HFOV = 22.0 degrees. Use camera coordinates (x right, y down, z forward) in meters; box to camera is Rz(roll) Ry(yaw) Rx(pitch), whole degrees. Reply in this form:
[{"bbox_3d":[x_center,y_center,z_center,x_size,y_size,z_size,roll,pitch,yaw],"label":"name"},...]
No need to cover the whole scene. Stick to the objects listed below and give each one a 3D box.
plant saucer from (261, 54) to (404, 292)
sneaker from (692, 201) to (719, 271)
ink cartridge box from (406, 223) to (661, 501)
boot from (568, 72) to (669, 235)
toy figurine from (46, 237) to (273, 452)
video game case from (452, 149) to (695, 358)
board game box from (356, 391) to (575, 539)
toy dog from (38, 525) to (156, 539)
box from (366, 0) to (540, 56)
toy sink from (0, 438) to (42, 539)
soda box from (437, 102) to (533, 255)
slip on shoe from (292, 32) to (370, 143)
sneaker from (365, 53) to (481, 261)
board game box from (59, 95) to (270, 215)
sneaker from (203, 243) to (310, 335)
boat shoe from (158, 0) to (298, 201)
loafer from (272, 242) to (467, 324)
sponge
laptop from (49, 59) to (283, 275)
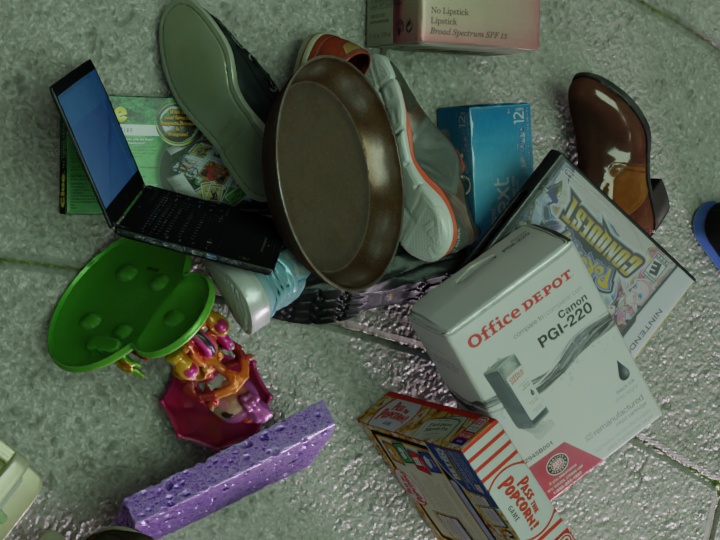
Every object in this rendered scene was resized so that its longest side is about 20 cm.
[{"bbox_3d":[-0.027,-0.080,1.557,0.200,0.034,0.200,20,67,-57],"label":"plant saucer"},{"bbox_3d":[0.420,0.006,1.875,0.200,0.078,0.070,44,75,-22],"label":"sneaker"},{"bbox_3d":[0.154,0.081,1.624,0.146,0.085,0.200,-36,112,-12],"label":"ink cartridge box"},{"bbox_3d":[0.200,-0.063,1.744,0.200,0.068,0.188,-46,130,-32],"label":"boot"},{"bbox_3d":[-0.136,0.079,1.561,0.184,0.200,0.150,47,68,-34],"label":"toy figurine"},{"bbox_3d":[0.187,0.020,1.683,0.200,0.026,0.181,40,86,-27],"label":"video game case"},{"bbox_3d":[0.093,0.191,1.659,0.046,0.200,0.152,-40,110,-19],"label":"board game box"},{"bbox_3d":[-0.234,0.285,1.489,0.200,0.194,0.140,-42,108,8],"label":"toy dog"},{"bbox_3d":[0.086,-0.298,1.672,0.128,0.109,0.200,0,94,-26],"label":"box"},{"bbox_3d":[-0.351,0.171,1.487,0.200,0.112,0.130,44,75,-23],"label":"toy sink"},{"bbox_3d":[0.120,-0.055,1.730,0.068,0.064,0.200,-6,96,-26],"label":"soda box"},{"bbox_3d":[-0.033,-0.112,1.643,0.074,0.061,0.200,15,85,-59],"label":"slip on shoe"},{"bbox_3d":[0.050,-0.102,1.681,0.082,0.077,0.200,-9,76,-45],"label":"sneaker"},{"bbox_3d":[-0.163,-0.100,1.611,0.200,0.023,0.105,0,95,-26],"label":"board game box"},{"bbox_3d":[-0.080,0.001,1.537,0.082,0.200,0.074,-31,97,-5],"label":"sneaker"},{"bbox_3d":[-0.103,-0.148,1.590,0.066,0.075,0.199,-9,59,-55],"label":"boat shoe"},{"bbox_3d":[0.000,0.000,1.682,0.200,0.068,0.070,-11,60,-16],"label":"loafer"},{"bbox_3d":[-0.122,0.182,1.603,0.200,0.112,0.030,-24,75,-23],"label":"sponge"},{"bbox_3d":[-0.149,-0.086,1.493,0.200,0.177,0.103,15,104,-1],"label":"laptop"}]
